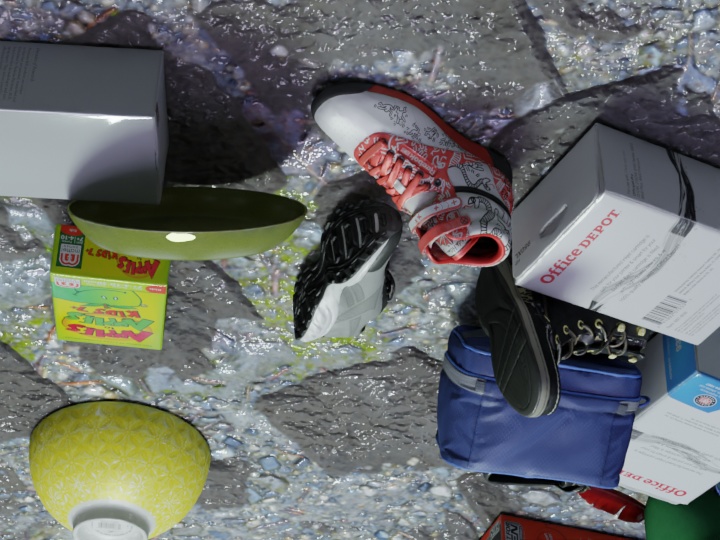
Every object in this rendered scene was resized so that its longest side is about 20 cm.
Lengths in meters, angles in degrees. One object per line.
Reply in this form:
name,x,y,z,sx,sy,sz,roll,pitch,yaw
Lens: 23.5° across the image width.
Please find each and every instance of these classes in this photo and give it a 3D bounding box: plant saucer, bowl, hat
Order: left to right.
bowl,-0.263,0.238,1.852,0.199,0.108,0.200,1,142,1
plant saucer,-0.143,-0.038,1.439,0.199,0.200,0.031,1,103,0
hat,0.339,0.241,1.909,0.166,0.176,0.200,-36,166,36

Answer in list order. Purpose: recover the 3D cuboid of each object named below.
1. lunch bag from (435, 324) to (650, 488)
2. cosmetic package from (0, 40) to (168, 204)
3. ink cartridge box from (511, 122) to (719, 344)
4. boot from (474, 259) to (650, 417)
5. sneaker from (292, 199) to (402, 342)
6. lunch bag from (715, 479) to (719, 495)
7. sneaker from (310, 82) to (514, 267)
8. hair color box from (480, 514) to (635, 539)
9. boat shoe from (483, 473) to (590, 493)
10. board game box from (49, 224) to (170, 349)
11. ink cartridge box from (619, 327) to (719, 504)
lunch bag,0.175,0.119,1.641,0.199,0.136,0.133,7,101,-7
cosmetic package,-0.259,-0.121,1.414,0.199,0.081,0.113,3,142,-4
ink cartridge box,0.251,-0.029,1.510,0.199,0.084,0.145,18,139,-22
boot,0.193,0.061,1.546,0.153,0.204,0.074,8,121,-15
sneaker,0.000,0.000,1.576,0.079,0.074,0.200,5,149,-20
lunch bag,0.484,0.190,1.751,0.170,0.128,0.200,23,128,-26
sneaker,0.047,-0.075,1.439,0.201,0.108,0.067,26,136,-27
hair color box,0.237,0.348,2.013,0.199,0.061,0.102,13,141,-16
boat shoe,0.221,0.208,1.838,0.199,0.057,0.069,7,142,-6
board game box,-0.225,0.018,1.567,0.101,0.048,0.200,6,161,-6
ink cartridge box,0.326,0.139,1.724,0.145,0.084,0.200,20,138,-23
